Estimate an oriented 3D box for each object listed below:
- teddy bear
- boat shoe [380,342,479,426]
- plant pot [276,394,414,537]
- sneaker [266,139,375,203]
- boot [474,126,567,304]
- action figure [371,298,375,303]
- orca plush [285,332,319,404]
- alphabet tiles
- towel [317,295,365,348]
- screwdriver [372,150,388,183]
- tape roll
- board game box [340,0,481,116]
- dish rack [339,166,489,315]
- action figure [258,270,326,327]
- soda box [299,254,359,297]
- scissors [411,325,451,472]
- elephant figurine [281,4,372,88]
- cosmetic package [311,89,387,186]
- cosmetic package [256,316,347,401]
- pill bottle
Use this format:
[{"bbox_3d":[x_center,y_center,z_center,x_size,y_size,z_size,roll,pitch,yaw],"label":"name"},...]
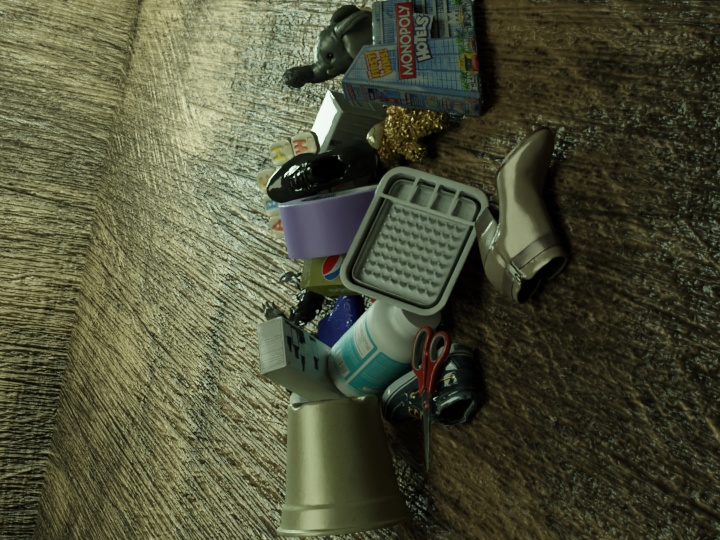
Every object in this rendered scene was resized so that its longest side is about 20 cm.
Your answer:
[{"bbox_3d":[0.068,-0.231,1.695,0.200,0.067,0.146,-7,99,58],"label":"teddy bear"},{"bbox_3d":[0.094,0.189,1.545,0.200,0.071,0.091,-49,38,43],"label":"boat shoe"},{"bbox_3d":[-0.032,0.278,1.589,0.200,0.200,0.184,-17,78,60],"label":"plant pot"},{"bbox_3d":[-0.077,-0.156,1.754,0.200,0.091,0.076,-21,96,30],"label":"sneaker"},{"bbox_3d":[0.220,-0.062,1.400,0.200,0.070,0.146,-63,39,34],"label":"boot"},{"bbox_3d":[0.009,-0.001,1.791,0.066,0.052,0.200,-62,36,25],"label":"action figure"},{"bbox_3d":[-0.103,0.199,1.869,0.071,0.105,0.201,-40,46,37],"label":"orca plush"},{"bbox_3d":[-0.089,-0.127,1.831,0.195,0.015,0.201,-11,98,35],"label":"alphabet tiles"},{"bbox_3d":[-0.019,0.149,1.804,0.148,0.049,0.201,129,140,-55],"label":"towel"},{"bbox_3d":[0.034,-0.105,1.794,0.029,0.028,0.201,-6,77,31],"label":"screwdriver"},{"bbox_3d":[-0.021,-0.079,1.685,0.200,0.199,0.085,3,107,62],"label":"tape roll"},{"bbox_3d":[0.070,-0.318,1.603,0.062,0.199,0.201,73,-167,-70],"label":"board game box"},{"bbox_3d":[0.079,-0.038,1.555,0.171,0.044,0.200,19,75,24],"label":"dish rack"},{"bbox_3d":[-0.122,0.063,1.945,0.119,0.102,0.200,-50,-7,-45],"label":"action figure"},{"bbox_3d":[0.000,0.000,1.712,0.200,0.068,0.064,-4,72,42],"label":"soda box"},{"bbox_3d":[0.088,0.174,1.497,0.073,0.014,0.201,-5,72,50],"label":"scissors"},{"bbox_3d":[-0.006,-0.361,1.744,0.141,0.199,0.156,-36,46,57],"label":"elephant figurine"},{"bbox_3d":[-0.035,-0.194,1.862,0.200,0.106,0.090,-68,31,27],"label":"cosmetic package"},{"bbox_3d":[-0.084,0.144,1.666,0.050,0.200,0.083,-17,62,22],"label":"cosmetic package"},{"bbox_3d":[0.040,0.107,1.631,0.200,0.110,0.111,-48,43,46],"label":"pill bottle"}]
